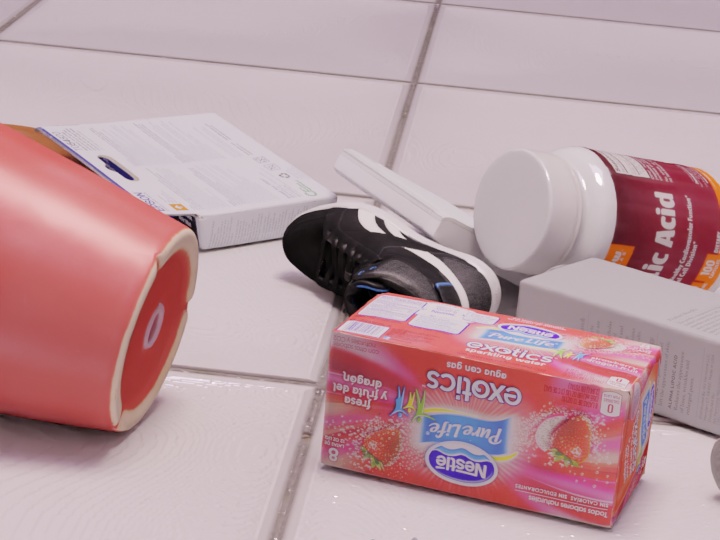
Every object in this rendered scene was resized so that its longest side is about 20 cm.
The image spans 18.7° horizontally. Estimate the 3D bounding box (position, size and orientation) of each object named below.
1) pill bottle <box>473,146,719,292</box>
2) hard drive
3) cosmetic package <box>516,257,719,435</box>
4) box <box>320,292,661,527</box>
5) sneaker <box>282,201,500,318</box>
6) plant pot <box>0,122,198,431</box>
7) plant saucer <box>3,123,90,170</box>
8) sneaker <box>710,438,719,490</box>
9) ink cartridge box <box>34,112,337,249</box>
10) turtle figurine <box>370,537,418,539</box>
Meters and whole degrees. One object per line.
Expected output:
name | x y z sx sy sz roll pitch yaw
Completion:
pill bottle | 0.197 -0.038 1.753 0.199 0.115 0.114 7 14 -35
hard drive | 0.071 -0.040 1.843 0.132 0.026 0.200 27 6 -30
cosmetic package | 0.220 0.054 1.602 0.200 0.074 0.101 17 21 38
box | 0.085 0.087 1.422 0.199 0.095 0.103 11 19 17
sneaker | 0.000 0.000 1.703 0.199 0.073 0.112 18 20 31
plant pot | -0.213 0.012 1.449 0.177 0.201 0.200 18 20 9
plant saucer | -0.333 -0.096 1.975 0.199 0.038 0.200 4 17 -1
sneaker | 0.331 0.129 1.388 0.200 0.076 0.104 16 26 43
ink cartridge box | -0.156 -0.079 1.921 0.199 0.041 0.199 -7 30 -39
turtle figurine | -0.052 0.183 1.084 0.199 0.101 0.150 -2 -4 34
